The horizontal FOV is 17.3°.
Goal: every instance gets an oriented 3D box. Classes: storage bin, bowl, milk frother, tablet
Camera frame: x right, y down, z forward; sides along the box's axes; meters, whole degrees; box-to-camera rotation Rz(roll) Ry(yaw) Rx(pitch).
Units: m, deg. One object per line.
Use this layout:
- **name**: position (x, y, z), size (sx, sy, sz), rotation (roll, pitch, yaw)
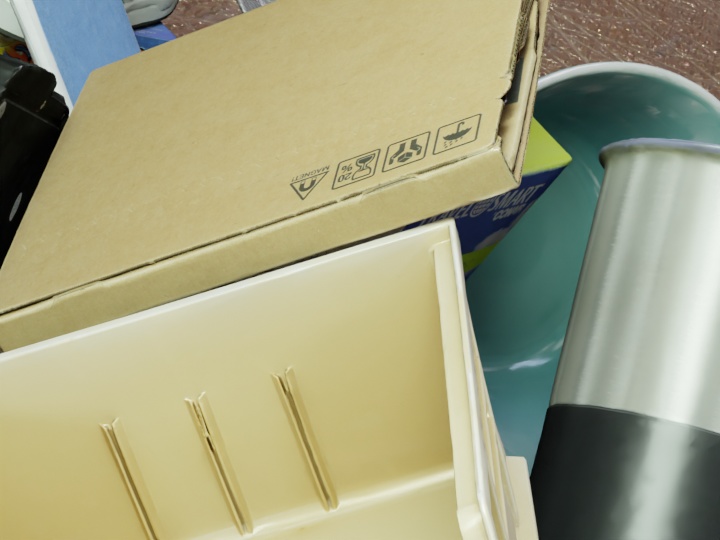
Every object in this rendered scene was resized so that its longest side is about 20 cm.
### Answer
- **storage bin**: position (-0.050, 0.091, 0.700), size (0.199, 0.094, 0.199), rotation (-16, 23, 7)
- **bowl**: position (0.084, -0.003, 1.098), size (0.200, 0.201, 0.105), rotation (11, 6, -29)
- **milk frother**: position (0.080, 0.043, 0.950), size (0.200, 0.189, 0.180), rotation (20, -12, -24)
- **tablet**: position (-0.102, -0.050, 1.019), size (0.014, 0.201, 0.130), rotation (-15, 19, 12)

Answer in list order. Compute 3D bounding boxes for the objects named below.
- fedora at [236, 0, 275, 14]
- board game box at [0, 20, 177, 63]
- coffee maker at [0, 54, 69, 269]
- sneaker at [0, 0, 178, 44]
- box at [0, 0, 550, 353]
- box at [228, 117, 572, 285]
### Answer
- **fedora**: position (-0.009, -0.128, 1.246), size (0.177, 0.090, 0.200), rotation (63, 0, 40)
- **board game box**: position (-0.203, -0.143, 1.156), size (0.200, 0.035, 0.135), rotation (7, 28, -39)
- **coffee maker**: position (-0.222, -0.069, 0.857), size (0.200, 0.192, 0.135), rotation (24, 66, 4)
- **sneaker**: position (-0.117, -0.185, 1.132), size (0.083, 0.121, 0.200), rotation (28, 22, 4)
- **box**: position (-0.028, -0.053, 0.840), size (0.021, 0.199, 0.164), rotation (58, 26, -29)
- **box**: position (0.000, 0.000, 0.947), size (0.048, 0.200, 0.122), rotation (48, 29, 15)
